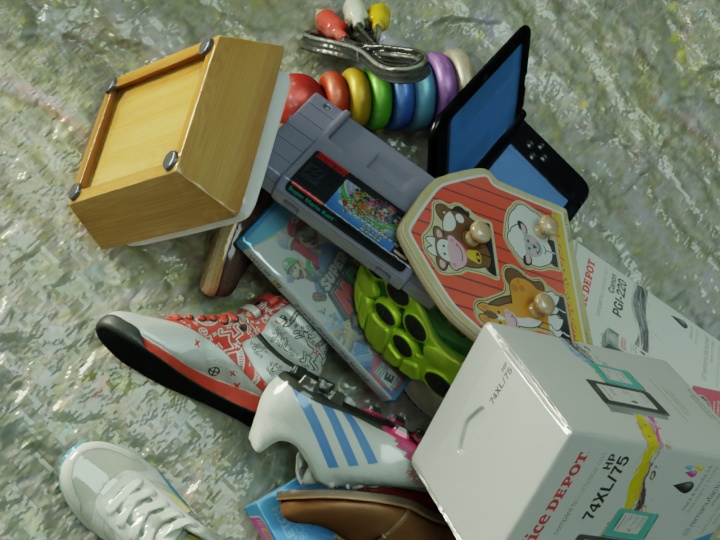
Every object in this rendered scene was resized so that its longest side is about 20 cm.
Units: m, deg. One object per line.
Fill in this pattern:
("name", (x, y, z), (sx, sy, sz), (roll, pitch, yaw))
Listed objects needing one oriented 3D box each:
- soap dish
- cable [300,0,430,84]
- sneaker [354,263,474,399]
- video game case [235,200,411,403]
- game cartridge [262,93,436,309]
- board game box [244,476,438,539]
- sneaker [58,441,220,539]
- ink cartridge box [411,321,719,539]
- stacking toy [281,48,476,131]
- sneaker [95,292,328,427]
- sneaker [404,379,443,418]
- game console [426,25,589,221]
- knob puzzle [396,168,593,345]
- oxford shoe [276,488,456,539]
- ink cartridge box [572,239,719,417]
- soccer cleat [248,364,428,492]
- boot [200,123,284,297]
("soap dish", (-0.158, -0.109, 1.022), (0.081, 0.200, 0.158), (30, 64, -36))
("cable", (0.000, -0.221, 1.145), (0.097, 0.200, 0.050), (-9, 114, -12))
("sneaker", (0.074, 0.060, 1.067), (0.200, 0.074, 0.084), (45, 37, -1))
("video game case", (0.000, 0.000, 1.091), (0.200, 0.018, 0.143), (47, 60, -11))
("game cartridge", (0.010, -0.064, 1.048), (0.200, 0.038, 0.130), (36, 39, 2))
("board game box", (0.013, 0.256, 1.059), (0.153, 0.040, 0.200), (-28, 85, -26))
("sneaker", (-0.163, 0.212, 0.985), (0.200, 0.081, 0.077), (44, 66, -1))
("ink cartridge box", (0.175, 0.154, 0.969), (0.200, 0.147, 0.146), (13, 26, -30))
("stacking toy", (0.009, -0.172, 1.175), (0.200, 0.085, 0.086), (-5, 75, -18))
("sneaker", (-0.124, 0.058, 1.057), (0.201, 0.067, 0.108), (29, 65, -14))
("sneaker", (0.132, 0.126, 1.115), (0.200, 0.093, 0.070), (37, 64, -7))
("game console", (0.149, -0.103, 1.163), (0.176, 0.116, 0.200), (44, 53, -3))
("knob puzzle", (0.120, -0.011, 1.036), (0.219, 0.030, 0.220), (20, 51, -27))
("oxford shoe", (0.021, 0.225, 1.012), (0.200, 0.071, 0.071), (17, 73, -16))
("ink cartridge box", (0.247, 0.085, 1.152), (0.200, 0.085, 0.146), (33, 39, -7))
("soccer cleat", (-0.004, 0.157, 1.032), (0.200, 0.070, 0.086), (30, 93, -17))
("boot", (-0.041, -0.032, 1.111), (0.166, 0.072, 0.200), (28, 62, -8))
